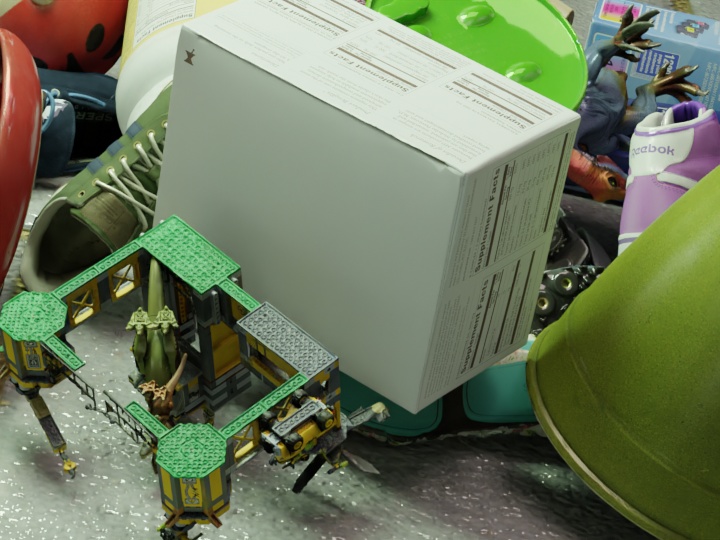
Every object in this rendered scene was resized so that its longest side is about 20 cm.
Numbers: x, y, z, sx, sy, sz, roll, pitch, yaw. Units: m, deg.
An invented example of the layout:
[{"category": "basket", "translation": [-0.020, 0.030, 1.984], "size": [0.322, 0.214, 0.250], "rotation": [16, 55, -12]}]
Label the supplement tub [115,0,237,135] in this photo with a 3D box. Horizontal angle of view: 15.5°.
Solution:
[{"category": "supplement tub", "translation": [-0.089, -0.143, 1.777], "size": [0.145, 0.146, 0.201], "rotation": [8, 46, -7]}]

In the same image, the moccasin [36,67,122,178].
[{"category": "moccasin", "translation": [-0.211, -0.101, 1.765], "size": [0.200, 0.081, 0.068], "rotation": [-13, 38, -42]}]

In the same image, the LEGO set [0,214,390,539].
[{"category": "LEGO set", "translation": [-0.096, 0.076, 1.428], "size": [0.200, 0.116, 0.154], "rotation": [29, 54, 27]}]

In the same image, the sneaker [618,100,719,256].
[{"category": "sneaker", "translation": [0.227, -0.046, 1.676], "size": [0.072, 0.115, 0.200], "rotation": [-3, -11, 27]}]

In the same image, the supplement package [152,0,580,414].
[{"category": "supplement package", "translation": [-0.002, -0.045, 1.469], "size": [0.200, 0.156, 0.111], "rotation": [30, 36, 28]}]

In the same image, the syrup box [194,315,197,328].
[{"category": "syrup box", "translation": [0.000, 0.000, 1.635], "size": [0.199, 0.079, 0.082], "rotation": [9, 23, -6]}]

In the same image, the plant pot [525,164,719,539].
[{"category": "plant pot", "translation": [0.224, 0.028, 1.468], "size": [0.200, 0.193, 0.201], "rotation": [22, 33, -15]}]

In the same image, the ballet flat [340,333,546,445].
[{"category": "ballet flat", "translation": [0.043, 0.068, 1.541], "size": [0.199, 0.076, 0.064], "rotation": [8, -7, -19]}]

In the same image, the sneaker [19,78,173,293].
[{"category": "sneaker", "translation": [-0.132, -0.046, 1.580], "size": [0.067, 0.200, 0.090], "rotation": [45, 34, -13]}]

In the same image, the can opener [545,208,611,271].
[{"category": "can opener", "translation": [0.123, -0.027, 1.810], "size": [0.067, 0.053, 0.200], "rotation": [37, 13, -25]}]

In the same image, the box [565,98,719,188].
[{"category": "box", "translation": [0.178, -0.087, 1.819], "size": [0.199, 0.033, 0.121], "rotation": [8, 23, 14]}]

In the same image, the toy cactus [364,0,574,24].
[{"category": "toy cactus", "translation": [0.064, -0.189, 1.830], "size": [0.165, 0.103, 0.200], "rotation": [24, 10, 14]}]

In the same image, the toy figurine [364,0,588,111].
[{"category": "toy figurine", "translation": [0.028, -0.078, 1.705], "size": [0.200, 0.184, 0.150], "rotation": [-21, 61, -36]}]

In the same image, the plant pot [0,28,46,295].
[{"category": "plant pot", "translation": [-0.288, -0.062, 1.511], "size": [0.182, 0.201, 0.201], "rotation": [12, 22, -20]}]

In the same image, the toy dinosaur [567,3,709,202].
[{"category": "toy dinosaur", "translation": [0.160, -0.095, 1.748], "size": [0.181, 0.200, 0.105], "rotation": [-40, 98, -41]}]

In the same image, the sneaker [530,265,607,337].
[{"category": "sneaker", "translation": [0.175, 0.040, 1.640], "size": [0.199, 0.072, 0.072], "rotation": [9, -14, -30]}]

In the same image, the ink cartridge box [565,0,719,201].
[{"category": "ink cartridge box", "translation": [0.253, -0.110, 1.926], "size": [0.199, 0.137, 0.076], "rotation": [13, 25, 4]}]

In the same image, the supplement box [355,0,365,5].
[{"category": "supplement box", "translation": [0.009, -0.147, 1.959], "size": [0.110, 0.086, 0.200], "rotation": [8, 24, -6]}]

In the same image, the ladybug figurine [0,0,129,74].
[{"category": "ladybug figurine", "translation": [-0.216, -0.168, 1.854], "size": [0.135, 0.072, 0.200], "rotation": [-24, -4, -3]}]
